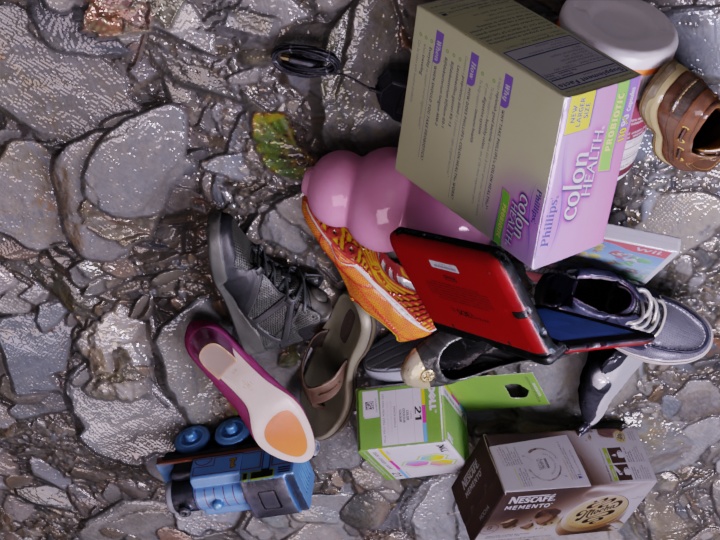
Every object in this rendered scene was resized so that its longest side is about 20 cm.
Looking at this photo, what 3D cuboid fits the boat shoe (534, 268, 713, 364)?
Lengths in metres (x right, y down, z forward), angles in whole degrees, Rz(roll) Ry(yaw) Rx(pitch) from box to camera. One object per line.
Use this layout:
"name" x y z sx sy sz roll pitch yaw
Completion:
"boat shoe" 0.282 0.048 1.571 0.199 0.075 0.093 14 172 -11

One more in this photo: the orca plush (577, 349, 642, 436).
"orca plush" 0.276 0.089 1.709 0.105 0.071 0.200 -27 150 -29

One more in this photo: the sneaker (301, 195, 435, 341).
"sneaker" 0.000 0.000 1.626 0.200 0.073 0.077 51 139 -8

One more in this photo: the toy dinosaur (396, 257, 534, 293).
"toy dinosaur" 0.111 0.016 1.647 0.199 0.048 0.088 1 140 34

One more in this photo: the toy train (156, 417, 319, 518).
"toy train" -0.147 0.237 1.824 0.199 0.114 0.087 -9 127 13

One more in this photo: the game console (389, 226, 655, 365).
"game console" 0.147 0.013 1.436 0.119 0.200 0.173 -37 112 -19

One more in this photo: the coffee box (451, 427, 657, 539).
"coffee box" 0.220 0.245 1.761 0.199 0.080 0.113 0 141 -23

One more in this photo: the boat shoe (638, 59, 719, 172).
"boat shoe" 0.317 -0.130 1.447 0.072 0.067 0.200 -53 154 2

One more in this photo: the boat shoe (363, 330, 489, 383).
"boat shoe" 0.103 0.094 1.710 0.199 0.072 0.062 -15 130 16

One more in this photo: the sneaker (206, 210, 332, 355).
"sneaker" -0.096 0.007 1.659 0.114 0.076 0.200 -11 130 12

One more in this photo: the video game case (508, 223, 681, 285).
"video game case" 0.230 -0.012 1.571 0.142 0.018 0.200 11 164 -2

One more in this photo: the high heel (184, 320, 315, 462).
"high heel" -0.127 0.136 1.749 0.067 0.096 0.200 -46 113 2

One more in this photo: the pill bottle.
"pill bottle" 0.219 -0.154 1.466 0.114 0.114 0.201 12 130 -4

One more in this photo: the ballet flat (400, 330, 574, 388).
"ballet flat" 0.137 0.084 1.631 0.199 0.057 0.067 -18 126 8

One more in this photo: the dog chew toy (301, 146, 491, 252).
"dog chew toy" 0.039 -0.070 1.557 0.199 0.125 0.125 14 130 6

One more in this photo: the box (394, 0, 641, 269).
"box" 0.138 -0.133 1.403 0.096 0.200 0.177 -19 131 -33

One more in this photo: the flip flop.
"flip flop" -0.036 0.107 1.720 0.057 0.081 0.200 -14 139 -38

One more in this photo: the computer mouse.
"computer mouse" 0.009 -0.189 1.519 0.199 0.034 0.059 20 147 -3

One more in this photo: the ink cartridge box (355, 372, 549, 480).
"ink cartridge box" 0.108 0.175 1.732 0.199 0.076 0.148 -7 159 13
